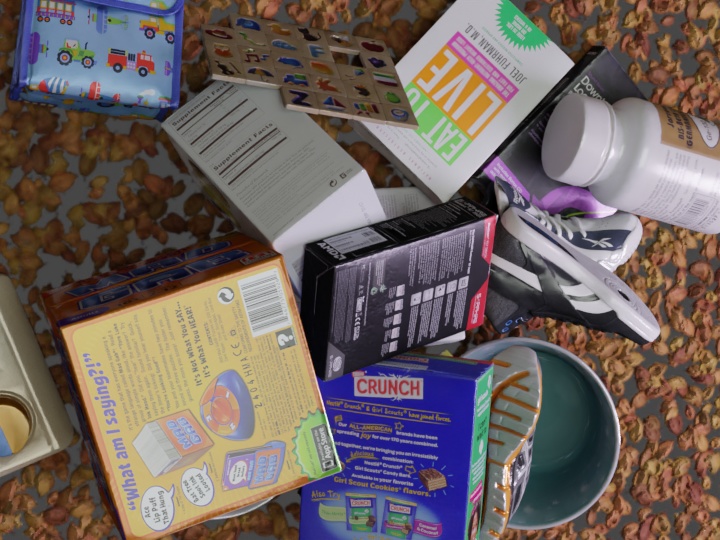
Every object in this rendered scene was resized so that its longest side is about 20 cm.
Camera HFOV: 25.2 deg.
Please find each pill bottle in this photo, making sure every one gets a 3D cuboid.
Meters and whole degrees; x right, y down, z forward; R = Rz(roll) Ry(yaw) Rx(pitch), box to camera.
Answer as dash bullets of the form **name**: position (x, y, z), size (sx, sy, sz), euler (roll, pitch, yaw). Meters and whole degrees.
- **pill bottle**: position (0.292, -0.114, 1.648), size (0.198, 0.114, 0.116), euler (14, 94, -20)

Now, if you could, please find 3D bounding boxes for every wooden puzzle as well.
- **wooden puzzle**: position (-0.394, 0.124, 1.536), size (0.198, 0.046, 0.187), euler (-24, 105, -13)

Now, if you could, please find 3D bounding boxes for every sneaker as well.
- **sneaker**: position (0.184, -0.048, 1.641), size (0.197, 0.080, 0.131), euler (-19, 116, 4)
- **sneaker**: position (0.192, 0.034, 1.602), size (0.199, 0.073, 0.112), euler (36, 109, -10)
- **sneaker**: position (0.138, 0.168, 1.590), size (0.078, 0.077, 0.202), euler (20, 105, 23)

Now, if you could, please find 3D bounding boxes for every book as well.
- **book**: position (0.102, -0.181, 1.630), size (0.133, 0.048, 0.200), euler (42, 81, 1)

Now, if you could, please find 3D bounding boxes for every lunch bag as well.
- **lunch bag**: position (-0.243, -0.254, 1.517), size (0.149, 0.094, 0.202), euler (6, 84, -17)

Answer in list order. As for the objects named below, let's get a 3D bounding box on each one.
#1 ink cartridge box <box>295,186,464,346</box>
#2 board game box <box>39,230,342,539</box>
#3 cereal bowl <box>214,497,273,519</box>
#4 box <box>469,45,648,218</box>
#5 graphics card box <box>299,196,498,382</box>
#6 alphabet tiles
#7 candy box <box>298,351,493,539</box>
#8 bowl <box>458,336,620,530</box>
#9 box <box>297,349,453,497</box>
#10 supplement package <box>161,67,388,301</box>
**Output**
- **ink cartridge box**: position (0.000, 0.000, 1.620), size (0.198, 0.050, 0.163), euler (-4, 82, -16)
- **board game box**: position (-0.157, 0.098, 1.441), size (0.198, 0.200, 0.202), euler (-18, 102, -14)
- **cereal bowl**: position (-0.150, 0.141, 1.597), size (0.198, 0.083, 0.202), euler (-3, 99, -18)
- **box**: position (0.228, -0.118, 1.705), size (0.200, 0.036, 0.143), euler (-46, 109, -7)
- **graphics card box**: position (0.034, 0.016, 1.497), size (0.199, 0.051, 0.127), euler (-19, 128, -35)
- **alphabet tiles**: position (-0.053, -0.194, 1.541), size (0.198, 0.168, 0.008), euler (7, 125, -19)
- **candy box**: position (0.033, 0.180, 1.543), size (0.167, 0.077, 0.202), euler (7, 104, 14)
- **bowl**: position (0.174, 0.156, 1.672), size (0.199, 0.105, 0.203), euler (3, 102, 14)
- **box**: position (0.026, 0.168, 1.622), size (0.050, 0.075, 0.200), euler (46, 107, 7)
- **supplement package**: position (-0.079, -0.085, 1.513), size (0.109, 0.200, 0.114), euler (-38, 144, -9)
